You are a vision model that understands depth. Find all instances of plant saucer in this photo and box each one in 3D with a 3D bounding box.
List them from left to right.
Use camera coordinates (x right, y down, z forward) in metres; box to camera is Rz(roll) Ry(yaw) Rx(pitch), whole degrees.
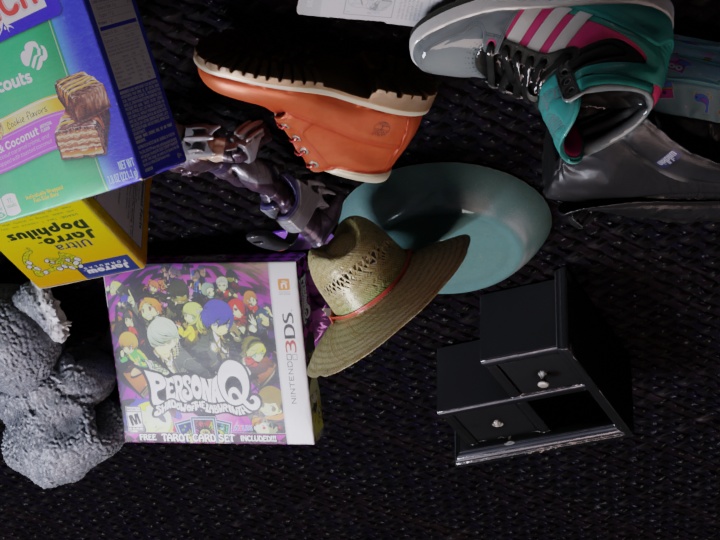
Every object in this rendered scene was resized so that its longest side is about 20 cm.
[{"bbox_3d":[0.077,-0.029,1.734,0.198,0.036,0.201,1,149,1],"label":"plant saucer"}]

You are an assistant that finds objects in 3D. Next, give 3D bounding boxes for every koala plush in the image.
[{"bbox_3d":[-0.317,0.088,1.834,0.176,0.185,0.201,-11,135,19],"label":"koala plush"}]

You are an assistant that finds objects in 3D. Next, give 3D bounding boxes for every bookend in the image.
[{"bbox_3d":[0.151,0.101,1.892,0.197,0.093,0.200,-12,146,22],"label":"bookend"}]

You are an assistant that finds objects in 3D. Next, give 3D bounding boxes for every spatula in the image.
[{"bbox_3d":[-0.066,-0.028,1.685,0.056,0.021,0.200,-6,180,13],"label":"spatula"}]

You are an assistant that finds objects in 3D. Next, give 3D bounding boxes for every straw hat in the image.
[{"bbox_3d":[0.000,0.000,1.633,0.085,0.201,0.201,49,133,-10],"label":"straw hat"}]

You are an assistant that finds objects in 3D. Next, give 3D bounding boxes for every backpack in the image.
[{"bbox_3d":[0.255,-0.112,1.501,0.198,0.128,0.167,6,153,-6],"label":"backpack"}]

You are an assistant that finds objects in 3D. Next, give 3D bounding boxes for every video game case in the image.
[{"bbox_3d":[-0.139,0.075,1.788,0.198,0.036,0.183,0,106,17],"label":"video game case"}]

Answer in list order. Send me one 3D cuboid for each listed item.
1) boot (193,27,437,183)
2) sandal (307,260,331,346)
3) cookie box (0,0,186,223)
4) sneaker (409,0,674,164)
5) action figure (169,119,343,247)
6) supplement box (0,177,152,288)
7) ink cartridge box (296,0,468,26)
[{"bbox_3d":[-0.047,-0.127,1.510,0.198,0.075,0.108,13,126,-18],"label":"boot"},{"bbox_3d":[-0.037,0.052,1.859,0.082,0.050,0.203,8,148,-11],"label":"sandal"},{"bbox_3d":[-0.244,-0.148,1.397,0.170,0.202,0.075,-15,-172,25],"label":"cookie box"},{"bbox_3d":[0.133,-0.137,1.381,0.198,0.122,0.084,-5,148,12],"label":"sneaker"},{"bbox_3d":[-0.108,-0.090,1.586,0.199,0.070,0.130,28,171,-38],"label":"action figure"},{"bbox_3d":[-0.267,-0.086,1.580,0.109,0.110,0.200,-11,147,19],"label":"supplement box"},{"bbox_3d":[0.061,-0.241,1.374,0.198,0.057,0.163,9,149,-3],"label":"ink cartridge box"}]
